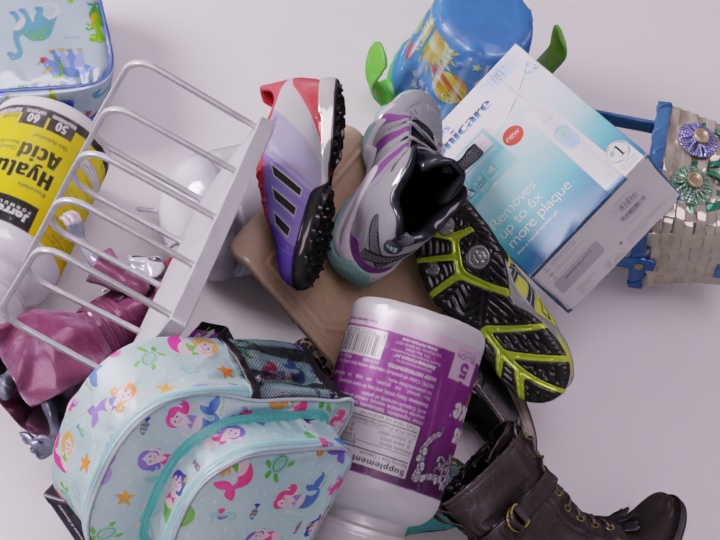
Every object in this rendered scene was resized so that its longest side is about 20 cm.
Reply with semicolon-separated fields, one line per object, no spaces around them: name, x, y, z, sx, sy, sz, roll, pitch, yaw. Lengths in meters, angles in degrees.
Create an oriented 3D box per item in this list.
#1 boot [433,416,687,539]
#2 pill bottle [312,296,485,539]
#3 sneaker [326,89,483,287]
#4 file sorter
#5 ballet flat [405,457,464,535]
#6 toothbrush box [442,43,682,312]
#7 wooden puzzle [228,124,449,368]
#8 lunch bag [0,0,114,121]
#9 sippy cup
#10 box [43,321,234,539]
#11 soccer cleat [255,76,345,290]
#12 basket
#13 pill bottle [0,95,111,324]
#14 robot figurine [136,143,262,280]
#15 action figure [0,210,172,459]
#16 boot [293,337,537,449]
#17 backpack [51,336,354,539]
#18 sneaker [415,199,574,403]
boot;0.167;0.195;1.398;0.200;0.069;0.175;-38;101;-28
pill bottle;0.020;0.130;1.319;0.112;0.112;0.201;17;83;-4
sneaker;0.056;-0.086;1.390;0.078;0.140;0.201;32;56;-22
file sorter;-0.174;-0.036;1.297;0.124;0.139;0.201;28;55;-11
ballet flat;0.004;0.191;1.408;0.199;0.074;0.075;-3;61;-18
toothbrush box;0.162;-0.085;1.514;0.146;0.085;0.200;-45;48;5
wooden puzzle;0.000;0.000;1.429;0.200;0.037;0.185;47;51;-10
lunch bag;-0.328;-0.199;1.532;0.199;0.083;0.162;-8;61;-18
sippy cup;0.103;-0.205;1.617;0.139;0.131;0.178;39;59;11
box;-0.145;0.160;1.344;0.036;0.143;0.200;8;46;44
soccer cleat;-0.056;-0.071;1.370;0.073;0.068;0.201;2;59;7
basket;0.264;-0.075;1.580;0.198;0.139;0.177;4;57;11
pill bottle;-0.293;-0.040;1.431;0.111;0.111;0.201;19;58;-3
robot figurine;-0.092;-0.056;1.490;0.199;0.114;0.170;-13;26;-21
action figure;-0.209;0.048;1.360;0.200;0.135;0.148;-39;45;-26
boot;0.046;0.105;1.455;0.150;0.073;0.201;-21;64;-25
backpack;-0.116;0.141;1.229;0.199;0.178;0.151;11;27;-34
sneaker;0.111;0.026;1.442;0.075;0.076;0.201;-32;79;12
